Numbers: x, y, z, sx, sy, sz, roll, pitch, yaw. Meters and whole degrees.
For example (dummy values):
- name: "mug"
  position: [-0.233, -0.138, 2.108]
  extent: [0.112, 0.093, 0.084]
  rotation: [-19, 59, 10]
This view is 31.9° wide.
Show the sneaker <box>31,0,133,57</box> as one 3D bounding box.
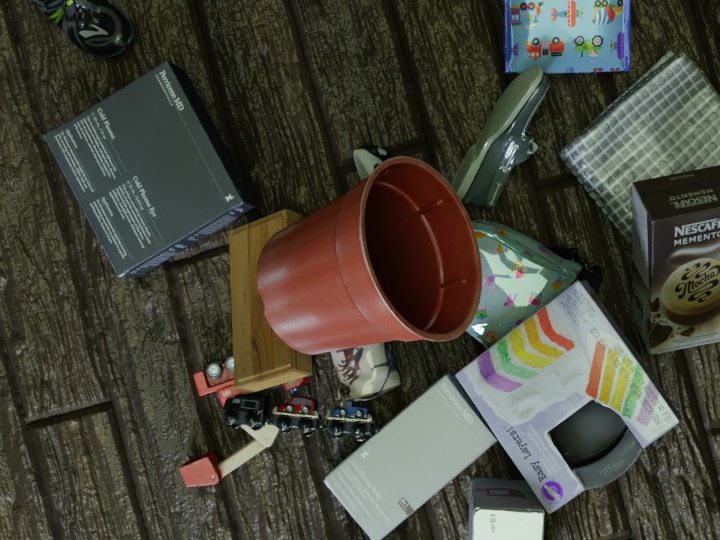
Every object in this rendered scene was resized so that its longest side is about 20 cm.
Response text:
- name: "sneaker"
  position: [-0.372, -0.338, 1.582]
  extent: [0.199, 0.083, 0.071]
  rotation: [40, 94, 4]

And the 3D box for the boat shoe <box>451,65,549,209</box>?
- name: "boat shoe"
  position: [0.179, -0.156, 1.514]
  extent: [0.061, 0.073, 0.201]
  rotation: [25, 123, -12]

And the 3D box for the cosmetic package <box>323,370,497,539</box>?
- name: "cosmetic package"
  position: [0.065, 0.226, 1.542]
  extent: [0.200, 0.090, 0.107]
  rotation: [-43, 84, 7]

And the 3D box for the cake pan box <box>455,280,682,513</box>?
- name: "cake pan box"
  position: [0.234, 0.144, 1.413]
  extent: [0.183, 0.052, 0.201]
  rotation: [-37, 77, 15]

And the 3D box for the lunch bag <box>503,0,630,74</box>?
- name: "lunch bag"
  position: [0.243, -0.342, 1.487]
  extent: [0.148, 0.094, 0.203]
  rotation: [0, 114, 5]

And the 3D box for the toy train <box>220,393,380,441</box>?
- name: "toy train"
  position: [-0.072, 0.175, 1.524]
  extent: [0.196, 0.034, 0.047]
  rotation: [4, 73, 11]

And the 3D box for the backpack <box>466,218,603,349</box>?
- name: "backpack"
  position: [0.173, 0.018, 1.512]
  extent: [0.198, 0.127, 0.168]
  rotation: [32, 96, 7]

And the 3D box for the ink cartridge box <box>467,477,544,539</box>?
- name: "ink cartridge box"
  position: [0.167, 0.332, 1.474]
  extent: [0.083, 0.200, 0.147]
  rotation: [2, 91, 5]

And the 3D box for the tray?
- name: "tray"
  position: [-0.112, 0.037, 1.529]
  extent: [0.098, 0.037, 0.203]
  rotation: [-19, 66, 34]

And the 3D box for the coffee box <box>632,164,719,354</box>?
- name: "coffee box"
  position: [0.378, -0.010, 1.458]
  extent: [0.111, 0.080, 0.202]
  rotation: [-11, 128, 0]

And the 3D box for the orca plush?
- name: "orca plush"
  position: [0.059, -0.082, 1.524]
  extent: [0.070, 0.201, 0.106]
  rotation: [-19, 132, -10]

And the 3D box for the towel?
- name: "towel"
  position: [0.361, -0.146, 1.514]
  extent: [0.199, 0.086, 0.166]
  rotation: [-41, 87, 4]

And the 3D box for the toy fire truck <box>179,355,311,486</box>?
- name: "toy fire truck"
  position: [-0.144, 0.176, 1.578]
  extent: [0.197, 0.049, 0.143]
  rotation: [-19, 89, 4]

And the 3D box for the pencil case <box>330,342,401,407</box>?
- name: "pencil case"
  position: [-0.013, 0.067, 1.552]
  extent: [0.088, 0.078, 0.203]
  rotation: [-16, 88, 22]

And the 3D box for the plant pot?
- name: "plant pot"
  position: [0.000, 0.000, 1.400]
  extent: [0.194, 0.199, 0.204]
  rotation: [-19, 88, 41]

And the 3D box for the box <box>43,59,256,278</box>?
- name: "box"
  position: [-0.256, -0.122, 1.561]
  extent: [0.180, 0.104, 0.202]
  rotation: [-29, 88, 6]
